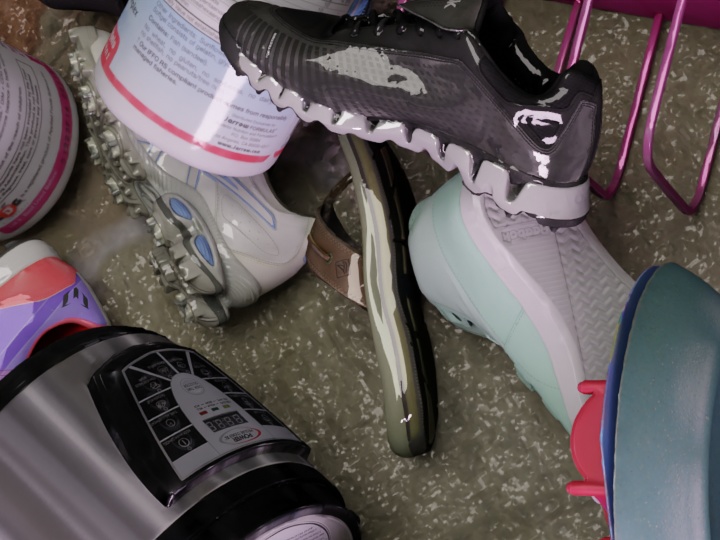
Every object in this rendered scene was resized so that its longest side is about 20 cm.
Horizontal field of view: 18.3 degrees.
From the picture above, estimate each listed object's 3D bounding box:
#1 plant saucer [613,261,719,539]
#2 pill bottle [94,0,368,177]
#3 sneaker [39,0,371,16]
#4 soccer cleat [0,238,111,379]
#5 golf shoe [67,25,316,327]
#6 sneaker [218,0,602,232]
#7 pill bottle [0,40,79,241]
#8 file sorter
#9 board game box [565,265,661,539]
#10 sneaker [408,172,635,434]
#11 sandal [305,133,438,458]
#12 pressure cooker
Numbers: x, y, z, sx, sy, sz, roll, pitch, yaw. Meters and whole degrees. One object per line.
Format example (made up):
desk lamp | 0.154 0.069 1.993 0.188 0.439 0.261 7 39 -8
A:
plant saucer | 0.159 0.096 1.027 0.036 0.200 0.201 0 75 22
pill bottle | -0.048 -0.156 1.148 0.109 0.109 0.200 42 115 24
sneaker | -0.092 -0.155 1.245 0.199 0.073 0.082 -1 73 10
soccer cleat | -0.224 0.075 1.248 0.073 0.068 0.200 42 89 20
golf shoe | -0.094 -0.064 1.248 0.097 0.078 0.200 -25 66 -15
sneaker | 0.029 -0.099 1.051 0.200 0.066 0.091 26 118 14
pill bottle | -0.255 -0.093 1.222 0.113 0.200 0.114 -9 72 29
file sorter | 0.126 -0.105 1.130 0.199 0.139 0.126 13 81 22
board game box | 0.120 0.099 1.035 0.039 0.158 0.201 -1 111 23
sneaker | 0.099 0.034 1.147 0.074 0.118 0.201 -34 96 -21
sandal | 0.000 0.001 1.177 0.057 0.080 0.202 -12 72 14
pressure cooker | -0.096 0.145 1.119 0.176 0.179 0.200 -45 61 -9
